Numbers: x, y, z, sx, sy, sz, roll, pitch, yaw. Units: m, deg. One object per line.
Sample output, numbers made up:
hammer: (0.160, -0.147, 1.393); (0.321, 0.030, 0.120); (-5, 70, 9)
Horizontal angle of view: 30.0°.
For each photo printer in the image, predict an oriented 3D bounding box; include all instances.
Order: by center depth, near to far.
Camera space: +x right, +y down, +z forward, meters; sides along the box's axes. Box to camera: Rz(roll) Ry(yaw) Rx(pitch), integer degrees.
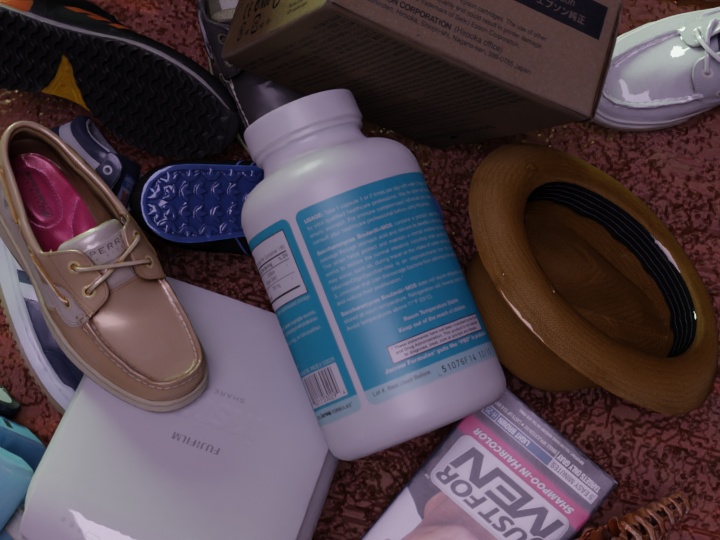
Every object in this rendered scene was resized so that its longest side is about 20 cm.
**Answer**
photo printer: (-0.099, 0.111, 0.806); (0.166, 0.070, 0.200); (20, 54, 2)

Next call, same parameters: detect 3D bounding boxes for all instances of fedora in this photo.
fedora: (0.128, 0.017, 0.818); (0.082, 0.200, 0.201); (-42, 79, 39)

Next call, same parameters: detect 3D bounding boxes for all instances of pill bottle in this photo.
pill bottle: (0.000, 0.000, 0.778); (0.111, 0.111, 0.200); (-22, 85, 2)

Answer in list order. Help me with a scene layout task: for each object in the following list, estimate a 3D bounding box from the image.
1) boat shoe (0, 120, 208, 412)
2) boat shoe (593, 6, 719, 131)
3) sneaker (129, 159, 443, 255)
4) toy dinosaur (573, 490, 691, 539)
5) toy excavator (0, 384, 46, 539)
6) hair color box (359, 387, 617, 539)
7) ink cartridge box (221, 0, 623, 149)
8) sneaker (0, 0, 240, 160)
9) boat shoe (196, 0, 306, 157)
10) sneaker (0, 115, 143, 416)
boat shoe: (-0.158, -0.006, 0.788); (0.074, 0.069, 0.200); (-33, 71, -29)
boat shoe: (0.238, -0.139, 0.852); (0.200, 0.069, 0.072); (-9, 82, 4)
sneaker: (-0.049, -0.041, 0.871); (0.200, 0.078, 0.070); (6, 93, -17)
toy dinosaur: (0.129, 0.211, 0.775); (0.200, 0.102, 0.136); (-35, 117, -1)
toy excavator: (-0.221, 0.152, 0.837); (0.200, 0.194, 0.100); (36, 87, 37)
hair color box: (0.058, 0.176, 0.835); (0.100, 0.061, 0.200); (39, 89, 9)
ink cartridge box: (0.028, -0.139, 0.783); (0.164, 0.200, 0.075); (19, 82, -22)
sneaker: (-0.164, -0.142, 0.883); (0.200, 0.090, 0.070); (21, 124, 4)
boat shoe: (-0.075, -0.161, 0.886); (0.072, 0.066, 0.201); (-16, 82, 3)
sneaker: (-0.178, -0.006, 0.875); (0.108, 0.070, 0.200); (-24, 78, 4)
